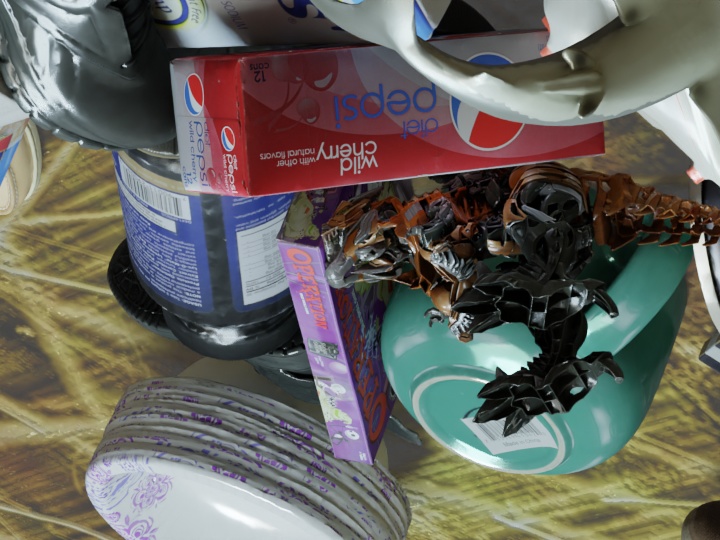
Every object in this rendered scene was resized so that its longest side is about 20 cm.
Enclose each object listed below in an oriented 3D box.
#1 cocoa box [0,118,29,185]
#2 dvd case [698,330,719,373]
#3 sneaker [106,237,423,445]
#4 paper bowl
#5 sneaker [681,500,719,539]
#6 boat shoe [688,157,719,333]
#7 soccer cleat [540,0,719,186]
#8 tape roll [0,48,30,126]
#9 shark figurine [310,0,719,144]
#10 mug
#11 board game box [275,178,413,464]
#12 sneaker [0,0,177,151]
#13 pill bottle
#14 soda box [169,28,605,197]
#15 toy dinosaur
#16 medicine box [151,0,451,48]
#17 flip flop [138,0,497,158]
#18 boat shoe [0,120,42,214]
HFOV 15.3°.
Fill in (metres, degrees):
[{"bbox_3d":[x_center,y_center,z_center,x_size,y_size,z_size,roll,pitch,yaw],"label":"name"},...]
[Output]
[{"bbox_3d":[-0.271,-0.123,1.362,0.199,0.133,0.132,30,111,10],"label":"cocoa box"},{"bbox_3d":[0.285,0.042,1.393,0.148,0.016,0.200,30,148,-8],"label":"dvd case"},{"bbox_3d":[-0.053,0.039,1.581,0.199,0.060,0.104,20,167,35],"label":"sneaker"},{"bbox_3d":[-0.062,0.128,1.672,0.200,0.105,0.201,20,154,10],"label":"paper bowl"},{"bbox_3d":[0.287,0.166,1.547,0.199,0.071,0.076,22,130,0],"label":"sneaker"},{"bbox_3d":[0.213,0.017,1.350,0.062,0.073,0.201,-10,121,21],"label":"boat shoe"},{"bbox_3d":[0.170,-0.084,1.243,0.200,0.069,0.078,34,123,-24],"label":"soccer cleat"},{"bbox_3d":[-0.186,-0.166,1.245,0.037,0.203,0.203,-17,132,24],"label":"tape roll"},{"bbox_3d":[0.087,-0.094,1.158,0.089,0.213,0.129,-168,67,-73],"label":"shark figurine"},{"bbox_3d":[0.088,0.029,1.419,0.151,0.115,0.185,19,148,11],"label":"mug"},{"bbox_3d":[0.000,0.000,1.435,0.032,0.120,0.200,14,147,19],"label":"board game box"},{"bbox_3d":[-0.125,-0.126,1.192,0.090,0.076,0.200,-8,140,29],"label":"sneaker"},{"bbox_3d":[-0.074,-0.041,1.434,0.111,0.112,0.200,17,148,13],"label":"pill bottle"},{"bbox_3d":[0.015,-0.075,1.244,0.199,0.064,0.070,-8,-172,-31],"label":"soda box"},{"bbox_3d":[0.080,-0.012,1.283,0.199,0.136,0.102,-22,131,23],"label":"toy dinosaur"},{"bbox_3d":[-0.067,-0.198,1.205,0.199,0.103,0.182,2,142,35],"label":"medicine box"},{"bbox_3d":[-0.025,-0.093,1.317,0.199,0.082,0.058,-9,-177,-6],"label":"flip flop"},{"bbox_3d":[-0.238,-0.091,1.516,0.073,0.069,0.200,11,145,23],"label":"boat shoe"}]
